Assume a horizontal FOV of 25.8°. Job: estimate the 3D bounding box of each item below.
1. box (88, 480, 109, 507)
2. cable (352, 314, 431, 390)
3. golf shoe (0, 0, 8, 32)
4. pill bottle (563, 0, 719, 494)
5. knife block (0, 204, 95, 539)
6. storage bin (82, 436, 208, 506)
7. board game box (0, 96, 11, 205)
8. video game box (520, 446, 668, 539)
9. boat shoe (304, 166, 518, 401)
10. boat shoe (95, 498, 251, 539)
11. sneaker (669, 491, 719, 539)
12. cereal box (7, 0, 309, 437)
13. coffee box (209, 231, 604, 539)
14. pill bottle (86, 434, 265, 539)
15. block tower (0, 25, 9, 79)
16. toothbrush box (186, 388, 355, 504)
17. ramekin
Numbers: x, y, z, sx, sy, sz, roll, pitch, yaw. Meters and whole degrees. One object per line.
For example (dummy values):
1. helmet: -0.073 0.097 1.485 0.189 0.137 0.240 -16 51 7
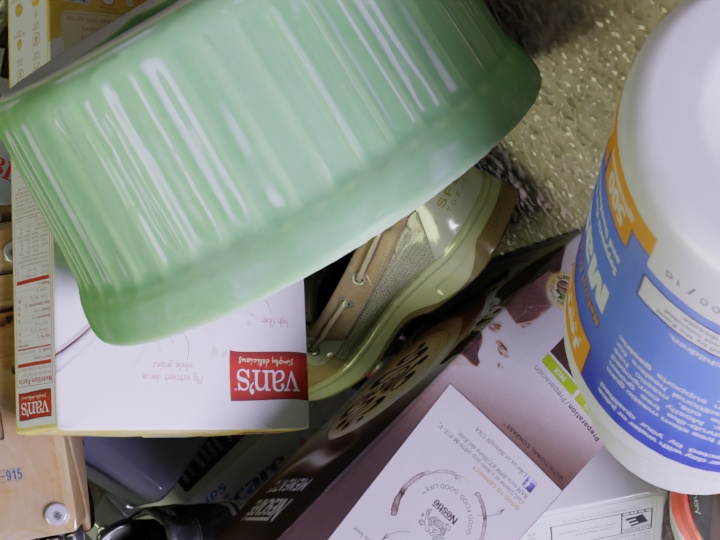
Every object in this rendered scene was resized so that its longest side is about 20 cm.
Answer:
1. box: -0.130 0.044 0.987 0.078 0.200 0.095 38 159 23
2. cable: 0.010 0.061 0.921 0.097 0.050 0.200 6 164 -18
3. golf shoe: -0.163 -0.171 0.722 0.078 0.097 0.200 41 136 -4
4. pill bottle: 0.125 0.003 0.511 0.112 0.112 0.200 40 159 17
5. knife block: -0.170 0.076 0.761 0.176 0.064 0.201 158 102 -82
6. storage bin: -0.122 0.028 0.869 0.134 0.200 0.146 37 161 -8
7. board game box: -0.238 -0.089 0.819 0.200 0.041 0.200 25 -177 -12
8. video game box: 0.064 0.160 0.856 0.182 0.199 0.047 78 -178 -54
9. boat shoe: 0.000 0.002 0.764 0.063 0.073 0.201 32 147 -12
10. boat shoe: -0.118 0.160 0.883 0.071 0.072 0.200 8 156 -28
11. sneaker: 0.219 0.152 0.677 0.200 0.077 0.082 43 154 6
12. cereal box: -0.089 -0.025 0.713 0.039 0.144 0.201 -12 79 44
13. coffee box: 0.037 0.082 0.717 0.080 0.200 0.113 48 160 -7
14. pill bottle: -0.112 0.104 1.070 0.112 0.200 0.113 40 159 18
15. block tower: -0.185 -0.138 0.811 0.200 0.054 0.058 18 128 -5
16. toothbrush box: 0.000 0.182 0.988 0.200 0.146 0.086 44 -172 -39
17. ramekin: -0.041 -0.067 0.601 0.098 0.200 0.200 59 158 -15
